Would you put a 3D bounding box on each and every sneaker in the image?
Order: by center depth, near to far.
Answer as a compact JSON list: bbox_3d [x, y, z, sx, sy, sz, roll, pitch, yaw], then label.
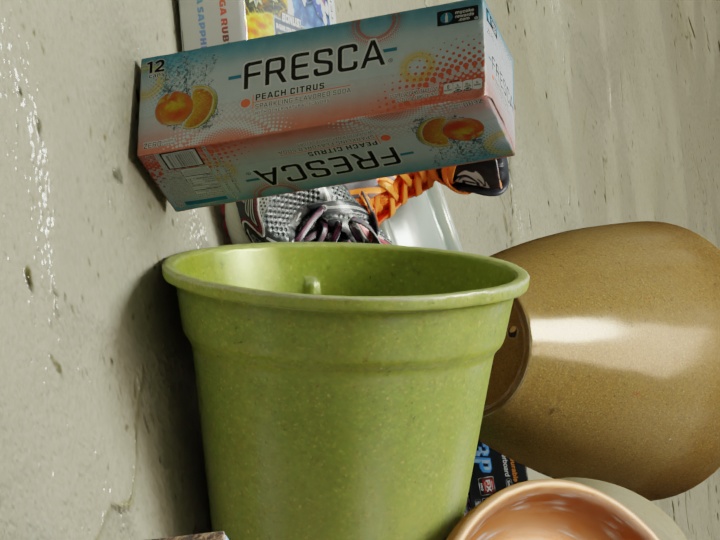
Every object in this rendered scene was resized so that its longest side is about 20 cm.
[{"bbox_3d":[0.000,0.000,1.731,0.200,0.075,0.081,46,71,-22],"label":"sneaker"},{"bbox_3d":[0.027,-0.060,1.808,0.200,0.112,0.078,-60,163,-24],"label":"sneaker"}]

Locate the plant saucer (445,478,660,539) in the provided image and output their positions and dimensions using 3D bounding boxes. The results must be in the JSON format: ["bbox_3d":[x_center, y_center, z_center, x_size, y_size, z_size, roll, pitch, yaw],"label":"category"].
[{"bbox_3d":[0.107,0.214,1.589,0.200,0.037,0.200,15,65,-35],"label":"plant saucer"}]

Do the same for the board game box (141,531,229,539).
[{"bbox_3d":[-0.083,0.245,1.396,0.200,0.097,0.160,63,25,-51],"label":"board game box"}]

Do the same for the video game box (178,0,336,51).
[{"bbox_3d":[-0.063,-0.185,1.769,0.200,0.047,0.182,6,75,-74],"label":"video game box"}]

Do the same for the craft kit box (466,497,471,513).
[{"bbox_3d":[0.036,0.125,1.892,0.198,0.048,0.200,-108,178,-49],"label":"craft kit box"}]

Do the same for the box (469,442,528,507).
[{"bbox_3d":[0.089,0.117,2.097,0.159,0.046,0.200,-101,-179,-81],"label":"box"}]

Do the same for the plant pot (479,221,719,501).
[{"bbox_3d":[0.128,0.051,1.871,0.200,0.186,0.187,8,74,-52],"label":"plant pot"}]

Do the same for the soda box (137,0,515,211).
[{"bbox_3d":[-0.019,-0.089,1.589,0.064,0.200,0.068,59,27,-55],"label":"soda box"}]

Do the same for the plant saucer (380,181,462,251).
[{"bbox_3d":[0.037,-0.026,1.944,0.200,0.050,0.200,-18,90,-88],"label":"plant saucer"}]

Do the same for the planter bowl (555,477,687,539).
[{"bbox_3d":[0.127,0.212,1.770,0.135,0.200,0.200,-64,145,-42],"label":"planter bowl"}]

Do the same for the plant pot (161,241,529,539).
[{"bbox_3d":[-0.011,0.089,1.605,0.200,0.200,0.184,-26,119,-74],"label":"plant pot"}]
